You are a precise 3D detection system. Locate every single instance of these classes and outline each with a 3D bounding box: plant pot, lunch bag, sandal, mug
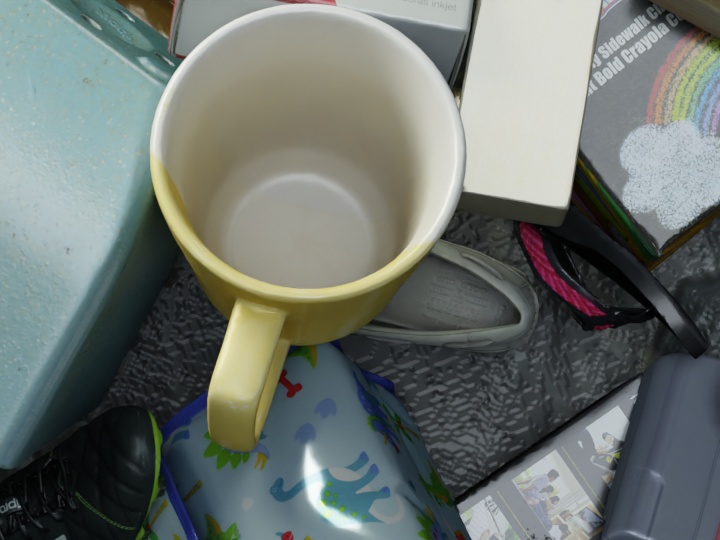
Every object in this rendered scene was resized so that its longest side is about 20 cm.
[{"bbox_3d":[-0.180,-0.050,1.385,0.196,0.196,0.200,36,101,3],"label":"plant pot"},{"bbox_3d":[-0.051,0.156,1.404,0.199,0.127,0.171,-34,54,12],"label":"lunch bag"},{"bbox_3d":[0.108,-0.008,1.453,0.200,0.075,0.045,40,86,27],"label":"sandal"},{"bbox_3d":[-0.042,-0.022,1.332,0.186,0.153,0.150,-40,79,-14],"label":"mug"}]

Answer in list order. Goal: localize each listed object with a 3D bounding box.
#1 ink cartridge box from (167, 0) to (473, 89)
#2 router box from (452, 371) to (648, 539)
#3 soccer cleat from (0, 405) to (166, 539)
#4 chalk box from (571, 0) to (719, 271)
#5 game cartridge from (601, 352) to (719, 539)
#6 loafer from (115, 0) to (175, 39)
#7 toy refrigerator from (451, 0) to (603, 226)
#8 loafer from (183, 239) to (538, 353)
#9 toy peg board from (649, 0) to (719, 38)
[{"bbox_3d":[-0.010,-0.199,1.374,0.145,0.083,0.201,10,64,-5],"label":"ink cartridge box"},{"bbox_3d":[0.148,0.179,1.461,0.149,0.051,0.201,-34,85,-5],"label":"router box"},{"bbox_3d":[-0.168,0.131,1.397,0.081,0.200,0.068,7,56,-34],"label":"soccer cleat"},{"bbox_3d":[0.139,-0.114,1.458,0.125,0.124,0.200,-37,85,-3],"label":"chalk box"},{"bbox_3d":[0.230,0.130,1.437,0.199,0.041,0.134,28,54,-13],"label":"game cartridge"},{"bbox_3d":[-0.080,-0.104,1.478,0.199,0.072,0.073,28,83,1],"label":"loafer"},{"bbox_3d":[0.086,-0.129,1.361,0.069,0.076,0.201,9,85,2],"label":"toy refrigerator"},{"bbox_3d":[0.000,0.000,1.468,0.199,0.070,0.070,11,91,1],"label":"loafer"},{"bbox_3d":[0.264,-0.200,1.413,0.199,0.098,0.200,25,54,-18],"label":"toy peg board"}]
